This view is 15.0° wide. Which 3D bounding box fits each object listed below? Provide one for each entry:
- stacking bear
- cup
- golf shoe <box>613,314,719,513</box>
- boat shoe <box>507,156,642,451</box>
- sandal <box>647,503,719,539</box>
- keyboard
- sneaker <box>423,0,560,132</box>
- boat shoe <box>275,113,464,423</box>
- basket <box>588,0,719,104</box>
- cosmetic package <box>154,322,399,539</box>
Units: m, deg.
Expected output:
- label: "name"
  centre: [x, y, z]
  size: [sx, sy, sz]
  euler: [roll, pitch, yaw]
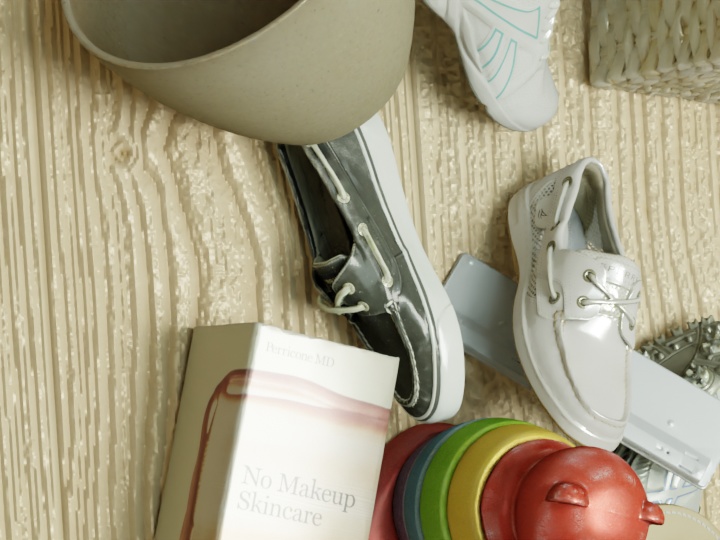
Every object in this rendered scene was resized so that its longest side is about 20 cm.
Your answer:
- label: "stacking bear"
  centre: [0.092, 0.141, 1.573]
  size: [0.121, 0.200, 0.114]
  euler: [22, 76, -26]
- label: "cup"
  centre: [-0.048, -0.152, 1.538]
  size: [0.201, 0.200, 0.143]
  euler: [-59, 139, -19]
- label: "golf shoe"
  centre: [0.186, 0.121, 1.714]
  size: [0.200, 0.078, 0.097]
  euler: [-51, 127, -16]
- label: "boat shoe"
  centre: [0.135, 0.013, 1.629]
  size: [0.071, 0.069, 0.200]
  euler: [22, 43, -34]
- label: "sandal"
  centre: [0.235, 0.211, 1.688]
  size: [0.212, 0.070, 0.078]
  euler: [42, 73, -41]
- label: "keyboard"
  centre: [0.136, 0.061, 1.665]
  size: [0.200, 0.011, 0.056]
  euler: [30, 65, 3]
- label: "sneaker"
  centre: [0.090, -0.154, 1.623]
  size: [0.200, 0.080, 0.071]
  euler: [56, 19, -49]
- label: "boat shoe"
  centre: [0.000, 0.000, 1.608]
  size: [0.064, 0.071, 0.201]
  euler: [-19, 88, -35]
- label: "basket"
  centre: [0.255, -0.207, 1.692]
  size: [0.160, 0.198, 0.201]
  euler: [5, 85, -27]
- label: "cosmetic package"
  centre: [-0.053, 0.137, 1.556]
  size: [0.103, 0.087, 0.201]
  euler: [13, 80, -27]
